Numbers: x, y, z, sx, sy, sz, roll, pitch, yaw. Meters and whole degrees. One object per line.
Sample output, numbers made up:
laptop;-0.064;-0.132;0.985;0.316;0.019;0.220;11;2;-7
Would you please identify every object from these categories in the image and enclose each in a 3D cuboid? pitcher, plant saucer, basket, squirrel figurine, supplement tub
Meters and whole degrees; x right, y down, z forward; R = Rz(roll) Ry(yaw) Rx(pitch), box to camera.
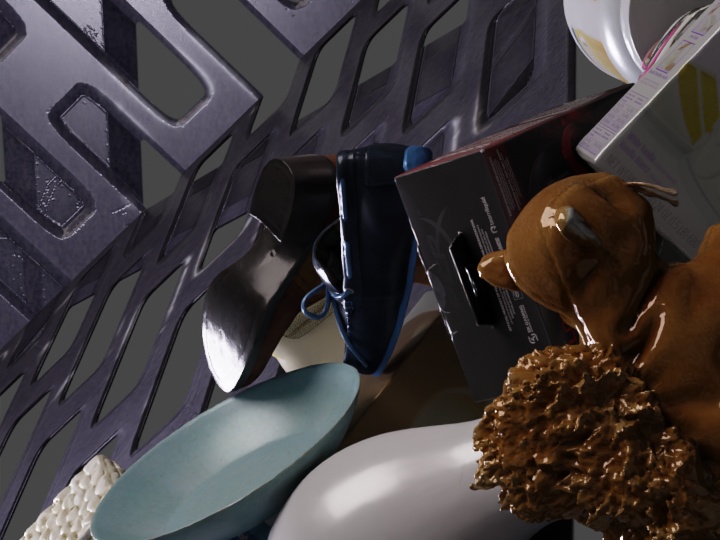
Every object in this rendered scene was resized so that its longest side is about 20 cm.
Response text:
pitcher;0.052;0.140;1.621;0.200;0.121;0.172;-30;6;22
plant saucer;-0.079;0.131;1.702;0.201;0.039;0.201;-27;16;8
basket;-0.194;0.240;2.092;0.136;0.123;0.200;-48;13;-1
squirrel figurine;0.143;0.048;1.400;0.200;0.187;0.141;-53;14;-27
supplement tub;0.238;-0.201;1.978;0.145;0.145;0.200;-46;12;3

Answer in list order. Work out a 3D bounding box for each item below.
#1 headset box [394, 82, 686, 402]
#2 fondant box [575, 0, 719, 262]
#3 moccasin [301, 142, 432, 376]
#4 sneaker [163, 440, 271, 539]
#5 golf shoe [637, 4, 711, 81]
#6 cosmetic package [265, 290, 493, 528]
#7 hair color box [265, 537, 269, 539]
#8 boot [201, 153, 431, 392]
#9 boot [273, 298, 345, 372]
headset box;0.115;-0.016;1.622;0.075;0.149;0.200;-16;5;40
fondant box;0.250;-0.092;1.584;0.200;0.144;0.058;-47;12;1
moccasin;0.002;-0.014;1.689;0.081;0.068;0.200;-83;2;-46
sneaker;-0.117;0.185;1.820;0.200;0.080;0.130;-42;10;-29
golf shoe;0.205;-0.093;1.802;0.092;0.072;0.200;112;178;-70
cosmetic package;0.034;0.116;1.759;0.200;0.105;0.071;-53;13;-19
hair color box;-0.064;0.265;1.621;0.061;0.099;0.200;-37;15;40
boot;0.000;0.000;1.805;0.068;0.200;0.189;41;122;44
boot;-0.037;0.091;1.954;0.200;0.155;0.073;-41;13;26
